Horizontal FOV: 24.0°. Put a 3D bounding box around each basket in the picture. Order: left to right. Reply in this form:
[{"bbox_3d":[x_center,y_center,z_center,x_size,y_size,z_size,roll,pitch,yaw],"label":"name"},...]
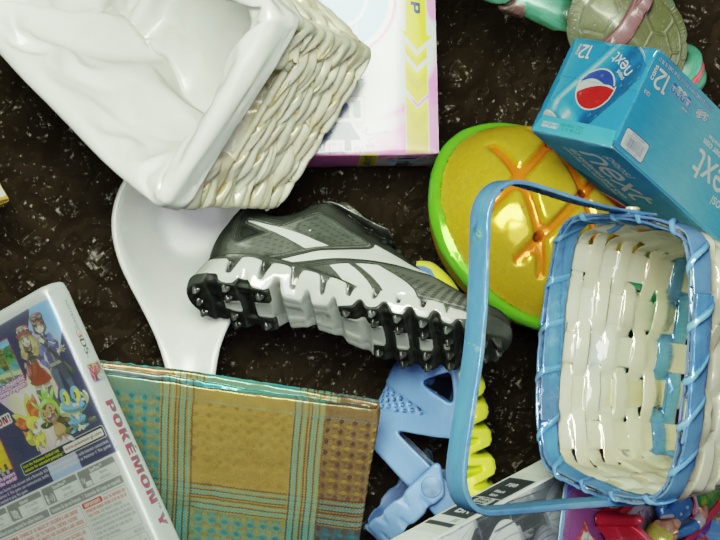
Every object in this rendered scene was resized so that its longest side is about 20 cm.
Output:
[{"bbox_3d":[-0.108,-0.141,1.001,0.200,0.123,0.136,43,110,26],"label":"basket"},{"bbox_3d":[0.138,0.051,0.940,0.198,0.139,0.178,9,88,-35],"label":"basket"}]

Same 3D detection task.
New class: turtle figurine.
[{"bbox_3d":[0.153,-0.160,1.056,0.199,0.101,0.150,37,88,-19],"label":"turtle figurine"}]

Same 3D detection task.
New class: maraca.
[{"bbox_3d":[0.129,-0.020,1.063,0.198,0.107,0.138,21,62,-20],"label":"maraca"}]

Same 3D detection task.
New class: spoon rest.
[{"bbox_3d":[-0.106,0.021,1.069,0.098,0.061,0.202,-3,88,-3],"label":"spoon rest"}]

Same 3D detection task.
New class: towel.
[{"bbox_3d":[-0.094,0.126,1.047,0.198,0.022,0.148,8,119,-2],"label":"towel"}]

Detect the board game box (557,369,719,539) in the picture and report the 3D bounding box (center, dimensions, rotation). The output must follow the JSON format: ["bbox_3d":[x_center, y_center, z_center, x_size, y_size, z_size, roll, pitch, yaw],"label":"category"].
[{"bbox_3d":[0.192,0.156,1.039,0.157,0.039,0.202,17,76,-35],"label":"board game box"}]

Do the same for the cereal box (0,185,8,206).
[{"bbox_3d":[-0.326,-0.091,1.050,0.143,0.039,0.201,-32,89,21],"label":"cereal box"}]

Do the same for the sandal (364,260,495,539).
[{"bbox_3d":[0.039,0.095,1.066,0.086,0.079,0.202,-6,86,1],"label":"sandal"}]

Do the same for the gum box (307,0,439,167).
[{"bbox_3d":[-0.010,-0.169,1.081,0.112,0.066,0.202,-1,87,-2],"label":"gum box"}]

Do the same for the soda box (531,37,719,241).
[{"bbox_3d":[0.191,-0.057,1.006,0.200,0.068,0.065,35,78,-40],"label":"soda box"}]

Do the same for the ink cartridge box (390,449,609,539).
[{"bbox_3d":[0.108,0.174,1.031,0.199,0.039,0.100,-24,101,-32],"label":"ink cartridge box"}]

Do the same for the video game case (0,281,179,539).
[{"bbox_3d":[-0.213,0.127,1.023,0.199,0.023,0.184,-26,88,32],"label":"video game case"}]

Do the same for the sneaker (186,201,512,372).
[{"bbox_3d":[0.000,0.000,1.023,0.198,0.067,0.091,12,60,13],"label":"sneaker"}]
